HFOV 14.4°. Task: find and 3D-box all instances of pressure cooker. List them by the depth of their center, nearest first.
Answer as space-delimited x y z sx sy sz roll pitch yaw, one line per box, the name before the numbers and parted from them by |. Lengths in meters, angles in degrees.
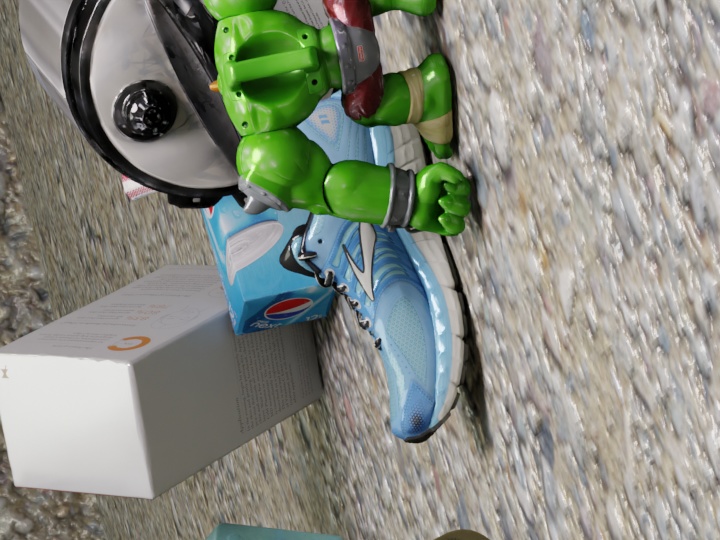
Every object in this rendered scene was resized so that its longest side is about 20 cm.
pressure cooker | -0.101 -0.134 1.682 0.179 0.175 0.200 -69 24 12

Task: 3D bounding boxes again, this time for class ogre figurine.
ogre figurine | -0.018 -0.112 1.473 0.098 0.119 0.201 -132 33 -67

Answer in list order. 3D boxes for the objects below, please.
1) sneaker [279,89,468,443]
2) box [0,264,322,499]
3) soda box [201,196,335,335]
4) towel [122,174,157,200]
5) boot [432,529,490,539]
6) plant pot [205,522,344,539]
sneaker | 0.000 0.000 1.571 0.078 0.090 0.201 136 120 -76
box | -0.135 0.072 1.938 0.124 0.200 0.098 2 108 35
soda box | -0.074 -0.064 1.904 0.064 0.068 0.201 107 149 -66
towel | -0.112 -0.161 1.877 0.146 0.030 0.201 -21 73 35
boot | 0.055 0.243 1.624 0.200 0.066 0.176 129 128 -76
plant pot | -0.064 0.273 1.967 0.142 0.141 0.200 -84 1 -46
